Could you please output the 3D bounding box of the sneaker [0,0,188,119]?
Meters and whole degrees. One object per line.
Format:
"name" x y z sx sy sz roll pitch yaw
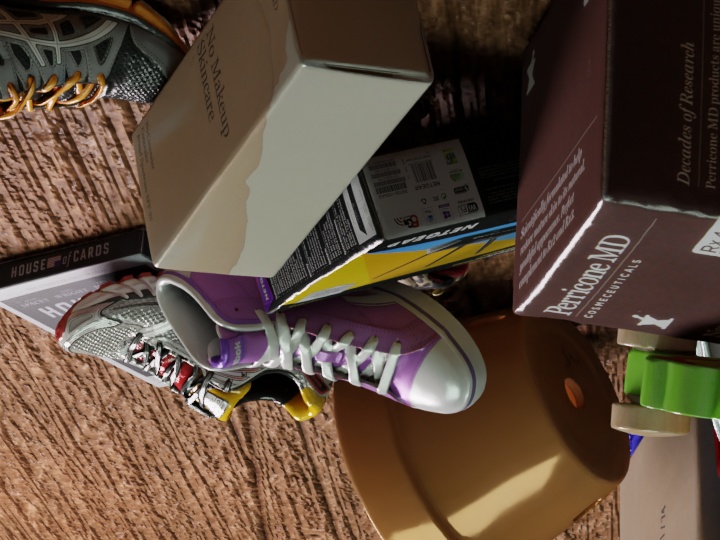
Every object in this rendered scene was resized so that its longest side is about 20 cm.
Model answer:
"sneaker" -0.185 -0.116 1.334 0.199 0.078 0.078 12 154 -23

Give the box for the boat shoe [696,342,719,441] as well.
"boat shoe" 0.245 0.074 1.504 0.074 0.203 0.065 -13 -164 19

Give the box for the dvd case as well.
"dvd case" -0.148 0.029 1.736 0.150 0.025 0.200 -13 152 33

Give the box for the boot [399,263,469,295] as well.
"boot" 0.000 0.000 1.584 0.150 0.074 0.200 -6 148 28

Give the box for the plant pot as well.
"plant pot" 0.094 0.113 1.705 0.140 0.201 0.200 -28 144 26

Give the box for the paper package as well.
"paper package" 0.255 0.196 1.737 0.103 0.201 0.191 10 146 -9

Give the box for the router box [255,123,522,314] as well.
"router box" 0.053 -0.037 1.408 0.199 0.051 0.149 -14 171 -31

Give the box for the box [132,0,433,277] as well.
"box" -0.045 -0.086 1.301 0.077 0.095 0.200 5 146 -27

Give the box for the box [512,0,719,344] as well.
"box" 0.198 -0.064 1.276 0.199 0.165 0.166 8 158 -10

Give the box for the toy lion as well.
"toy lion" 0.239 0.069 1.361 0.199 0.069 0.192 6 180 -22

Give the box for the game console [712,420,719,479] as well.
"game console" 0.311 0.102 1.657 0.199 0.119 0.172 10 175 -13

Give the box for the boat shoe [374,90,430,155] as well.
"boat shoe" -0.035 -0.070 1.435 0.199 0.061 0.074 -18 149 42

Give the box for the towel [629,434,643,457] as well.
"towel" 0.300 0.115 1.834 0.199 0.050 0.148 2 158 5

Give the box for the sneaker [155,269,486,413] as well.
"sneaker" -0.031 0.045 1.457 0.200 0.114 0.073 28 129 15

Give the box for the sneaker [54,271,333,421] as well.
"sneaker" -0.107 0.054 1.657 0.199 0.083 0.078 8 152 -17
